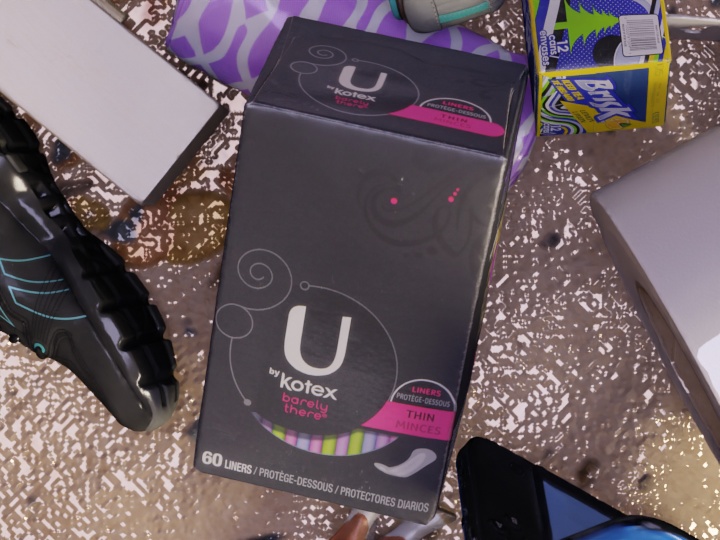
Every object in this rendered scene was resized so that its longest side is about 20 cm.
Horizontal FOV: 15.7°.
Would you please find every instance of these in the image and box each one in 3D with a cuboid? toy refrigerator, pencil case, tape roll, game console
[{"bbox_3d":[-0.161,-0.121,1.283,0.200,0.076,0.070,39,91,0],"label":"toy refrigerator"},{"bbox_3d":[0.001,-0.106,1.282,0.200,0.084,0.086,28,54,-1],"label":"pencil case"},{"bbox_3d":[0.183,0.036,1.220,0.071,0.202,0.203,-28,91,0],"label":"tape roll"},{"bbox_3d":[0.159,0.138,1.199,0.200,0.171,0.118,30,117,-21],"label":"game console"}]

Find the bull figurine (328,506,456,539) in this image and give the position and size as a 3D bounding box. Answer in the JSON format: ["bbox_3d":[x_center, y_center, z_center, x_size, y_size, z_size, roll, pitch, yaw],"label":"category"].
[{"bbox_3d":[0.057,0.191,1.292,0.200,0.065,0.122,22,89,-1],"label":"bull figurine"}]

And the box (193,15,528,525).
[{"bbox_3d":[0.000,0.000,1.225,0.122,0.106,0.200,12,119,4],"label":"box"}]

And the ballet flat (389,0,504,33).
[{"bbox_3d":[0.037,-0.206,1.260,0.064,0.067,0.200,-11,66,9],"label":"ballet flat"}]

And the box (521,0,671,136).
[{"bbox_3d":[0.105,-0.168,1.245,0.064,0.070,0.200,-5,66,2],"label":"box"}]

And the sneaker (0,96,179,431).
[{"bbox_3d":[-0.164,0.003,1.296,0.079,0.075,0.200,-37,83,12],"label":"sneaker"}]

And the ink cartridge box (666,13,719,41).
[{"bbox_3d":[0.238,-0.079,1.259,0.200,0.115,0.068,6,90,1],"label":"ink cartridge box"}]
